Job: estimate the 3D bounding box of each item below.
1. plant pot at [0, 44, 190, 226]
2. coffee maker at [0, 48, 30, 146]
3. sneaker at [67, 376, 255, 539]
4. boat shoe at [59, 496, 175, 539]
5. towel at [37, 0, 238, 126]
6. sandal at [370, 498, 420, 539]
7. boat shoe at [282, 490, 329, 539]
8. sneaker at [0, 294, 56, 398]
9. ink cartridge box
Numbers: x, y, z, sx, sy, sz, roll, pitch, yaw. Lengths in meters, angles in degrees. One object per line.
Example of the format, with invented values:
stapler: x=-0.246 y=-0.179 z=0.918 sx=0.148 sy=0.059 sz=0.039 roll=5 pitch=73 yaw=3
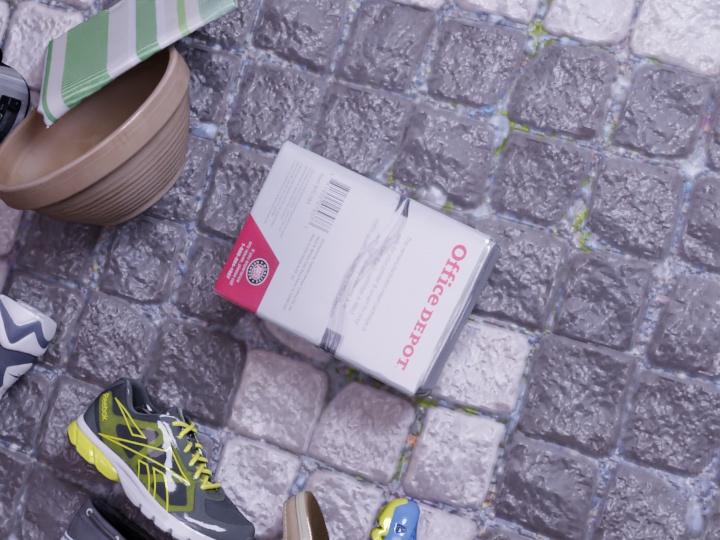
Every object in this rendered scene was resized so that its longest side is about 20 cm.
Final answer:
plant pot: x=-0.220 y=-0.106 z=1.073 sx=0.201 sy=0.201 sz=0.093 roll=-30 pitch=122 yaw=9
coffee maker: x=-0.416 y=-0.194 z=1.094 sx=0.135 sy=0.200 sz=0.192 roll=-38 pitch=81 yaw=4
sneaker: x=-0.166 y=0.168 z=1.061 sx=0.200 sy=0.074 sz=0.085 roll=34 pitch=92 yaw=15
boat shoe: x=-0.170 y=0.258 z=1.061 sx=0.200 sy=0.070 sz=0.066 roll=23 pitch=92 yaw=22
towel: x=-0.201 y=-0.214 z=1.090 sx=0.200 sy=0.023 sz=0.153 roll=-28 pitch=34 yaw=9
sandal: x=0.038 y=0.289 z=1.003 sx=0.087 sy=0.079 sz=0.200 roll=4 pitch=92 yaw=6
boat shoe: x=-0.058 y=0.288 z=1.025 sx=0.065 sy=0.072 sz=0.200 roll=-4 pitch=89 yaw=11
sneaker: x=-0.394 y=0.058 z=1.125 sx=0.199 sy=0.079 sz=0.130 roll=29 pitch=83 yaw=5
ink cartridge box: x=0.000 y=0.000 z=1.033 sx=0.200 sy=0.083 sz=0.145 roll=27 pitch=91 yaw=14
